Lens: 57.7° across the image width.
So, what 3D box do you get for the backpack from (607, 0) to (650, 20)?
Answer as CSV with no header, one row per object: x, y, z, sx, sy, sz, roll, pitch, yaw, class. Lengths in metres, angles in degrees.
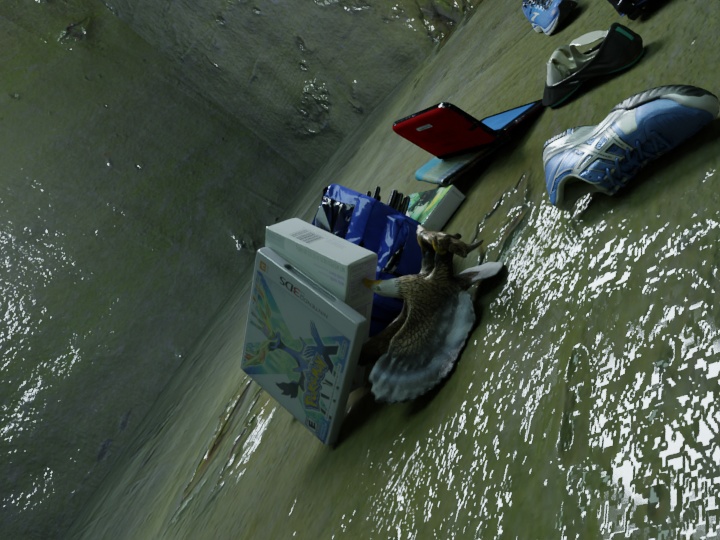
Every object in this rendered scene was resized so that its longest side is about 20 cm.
0.430,-0.500,0.953,0.183,0.147,0.200,-31,21,49,backpack

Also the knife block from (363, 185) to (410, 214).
0.026,-0.034,1.103,0.175,0.200,0.064,-23,4,-19,knife block

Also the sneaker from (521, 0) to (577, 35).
0.376,-0.542,1.347,0.079,0.089,0.200,-49,14,11,sneaker

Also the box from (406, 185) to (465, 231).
0.092,-0.079,1.157,0.144,0.036,0.200,-53,16,-9,box

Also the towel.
0.178,-0.203,1.181,0.147,0.022,0.200,-37,15,0,towel

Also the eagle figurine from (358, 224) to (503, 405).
0.070,0.048,0.782,0.152,0.151,0.201,2,-79,-57,eagle figurine

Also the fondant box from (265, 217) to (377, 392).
-0.059,0.050,0.852,0.058,0.144,0.201,-25,-51,-44,fondant box

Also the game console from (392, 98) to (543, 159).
0.179,-0.266,1.116,0.119,0.172,0.200,-67,21,-8,game console

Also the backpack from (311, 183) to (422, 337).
0.000,0.000,0.940,0.168,0.162,0.200,26,93,40,backpack

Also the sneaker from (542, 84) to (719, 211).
0.270,-0.120,0.665,0.200,0.076,0.077,-28,49,58,sneaker

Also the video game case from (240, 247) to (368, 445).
-0.081,0.098,0.834,0.022,0.182,0.200,-22,-44,-44,video game case

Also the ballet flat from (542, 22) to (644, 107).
0.320,-0.304,0.952,0.068,0.068,0.200,-56,15,-21,ballet flat
